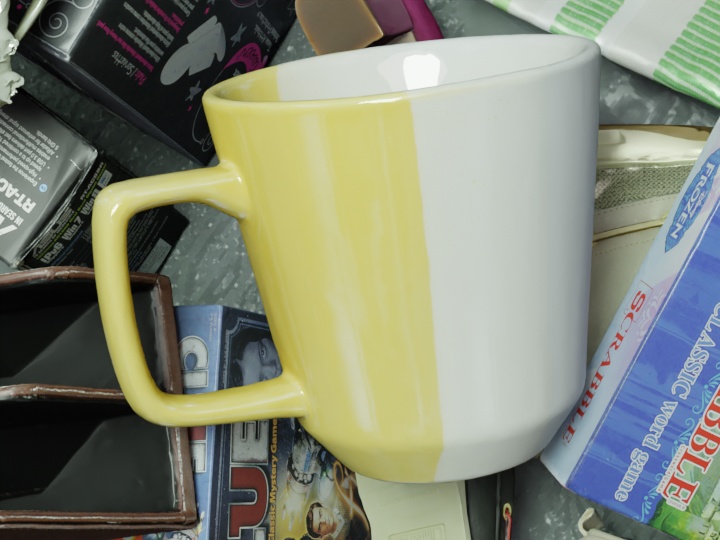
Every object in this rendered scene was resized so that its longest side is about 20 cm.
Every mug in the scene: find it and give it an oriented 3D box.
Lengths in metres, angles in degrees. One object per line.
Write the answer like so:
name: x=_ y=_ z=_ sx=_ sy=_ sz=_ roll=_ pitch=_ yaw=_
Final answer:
mug: x=0.007 y=-0.003 z=0.732 sx=0.186 sy=0.149 sz=0.154 roll=-5 pitch=104 yaw=12

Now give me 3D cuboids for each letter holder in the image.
letter holder: x=-0.187 y=0.063 z=0.724 sx=0.200 sy=0.142 sz=0.101 roll=-12 pitch=80 yaw=27

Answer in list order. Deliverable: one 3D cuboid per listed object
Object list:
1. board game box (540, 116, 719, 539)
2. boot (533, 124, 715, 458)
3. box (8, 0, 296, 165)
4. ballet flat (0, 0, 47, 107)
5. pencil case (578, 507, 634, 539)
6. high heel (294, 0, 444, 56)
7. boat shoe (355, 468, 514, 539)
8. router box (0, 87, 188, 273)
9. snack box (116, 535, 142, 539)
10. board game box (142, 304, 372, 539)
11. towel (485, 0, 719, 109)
board game box: x=0.205 y=0.033 z=0.755 sx=0.199 sy=0.041 sz=0.200 roll=24 pitch=98 yaw=-15
boot: x=0.166 y=0.018 z=0.809 sx=0.199 sy=0.072 sz=0.155 roll=2 pitch=82 yaw=16
box: x=-0.116 y=-0.140 z=0.815 sx=0.132 sy=0.200 sz=0.115 roll=31 pitch=87 yaw=13
ballet flat: x=-0.127 y=-0.150 z=0.692 sx=0.072 sy=0.072 sz=0.201 roll=15 pitch=87 yaw=12
pencil case: x=0.093 y=0.206 z=0.791 sx=0.089 sy=0.078 sz=0.200 roll=21 pitch=86 yaw=14
high heel: x=0.041 y=-0.045 z=0.839 sx=0.067 sy=0.096 sz=0.200 roll=-24 pitch=87 yaw=20
boat shoe: x=0.035 y=0.133 z=0.813 sx=0.074 sy=0.063 sz=0.202 roll=-9 pitch=75 yaw=38
router box: x=-0.184 y=-0.069 z=0.843 sx=0.200 sy=0.150 sz=0.062 roll=36 pitch=89 yaw=13
snack box: x=-0.092 y=0.119 z=0.826 sx=0.116 sy=0.037 sz=0.201 roll=7 pitch=81 yaw=-28
board game box: x=-0.039 y=0.122 z=0.797 sx=0.035 sy=0.135 sz=0.201 roll=-2 pitch=81 yaw=31
towel: x=0.145 y=-0.150 z=0.827 sx=0.200 sy=0.023 sz=0.153 roll=29 pitch=69 yaw=21
